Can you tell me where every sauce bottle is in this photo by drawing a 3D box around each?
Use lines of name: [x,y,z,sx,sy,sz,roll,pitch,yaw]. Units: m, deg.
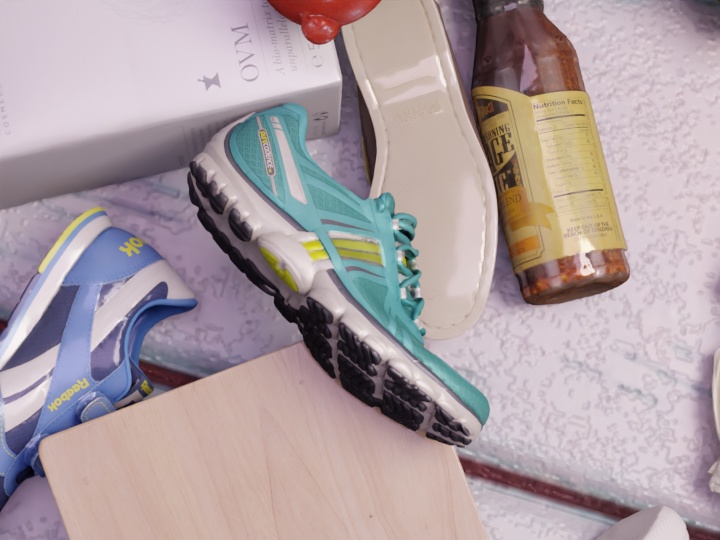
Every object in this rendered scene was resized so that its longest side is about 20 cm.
sauce bottle: [0.095,-0.083,1.154,0.066,0.066,0.201,-12,79,-4]

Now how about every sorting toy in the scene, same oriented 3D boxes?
sorting toy: [-0.039,0.147,1.101,0.198,0.070,0.201,-20,89,-5]

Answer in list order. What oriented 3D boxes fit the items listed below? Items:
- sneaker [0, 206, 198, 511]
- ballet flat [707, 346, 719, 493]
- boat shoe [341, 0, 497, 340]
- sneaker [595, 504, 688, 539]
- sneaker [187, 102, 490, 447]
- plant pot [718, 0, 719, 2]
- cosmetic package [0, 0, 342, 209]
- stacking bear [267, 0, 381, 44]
sneaker: [-0.159,0.068,1.115,0.082,0.074,0.201,29,82,1]
ballet flat: [0.223,0.033,1.141,0.071,0.072,0.201,11,79,0]
boat shoe: [0.034,-0.059,1.147,0.071,0.060,0.201,-14,80,8]
sneaker: [0.126,0.221,1.109,0.088,0.075,0.201,33,89,-7]
sneaker: [0.000,0.000,1.047,0.080,0.078,0.200,-37,81,-17]
plant pot: [0.216,-0.235,1.131,0.200,0.200,0.193,-32,95,-7]
cosmetic package: [-0.127,-0.158,1.128,0.199,0.123,0.200,-14,81,-3]
stacking bear: [0.019,-0.192,1.052,0.200,0.113,0.122,-45,128,-33]
